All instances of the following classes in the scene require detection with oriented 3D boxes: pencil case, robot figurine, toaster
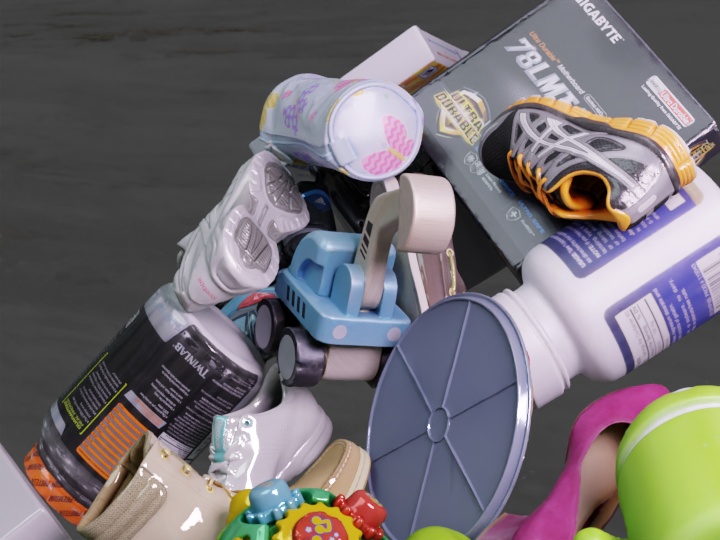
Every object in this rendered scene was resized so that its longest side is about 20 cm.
[{"bbox_3d":[-0.020,-0.123,1.440,0.090,0.084,0.200,-16,13,-19],"label":"pencil case"},{"bbox_3d":[0.223,0.153,1.056,0.175,0.116,0.200,-35,27,17],"label":"robot figurine"},{"bbox_3d":[0.072,-0.073,1.534,0.180,0.119,0.200,-32,29,-3],"label":"toaster"}]

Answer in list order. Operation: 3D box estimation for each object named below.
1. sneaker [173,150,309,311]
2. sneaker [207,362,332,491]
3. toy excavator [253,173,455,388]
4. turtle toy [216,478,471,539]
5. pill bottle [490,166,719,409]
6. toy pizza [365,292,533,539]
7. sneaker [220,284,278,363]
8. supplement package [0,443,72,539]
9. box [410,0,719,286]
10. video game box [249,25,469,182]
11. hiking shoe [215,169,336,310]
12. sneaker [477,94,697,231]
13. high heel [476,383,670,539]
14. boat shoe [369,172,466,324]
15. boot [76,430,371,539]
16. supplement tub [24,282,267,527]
[{"bbox_3d":[-0.110,-0.032,1.422,0.099,0.078,0.200,-28,15,26],"label":"sneaker"},{"bbox_3d":[-0.101,0.160,1.361,0.075,0.089,0.200,-3,39,37],"label":"sneaker"},{"bbox_3d":[0.000,0.000,1.339,0.099,0.201,0.194,3,19,-24],"label":"toy excavator"},{"bbox_3d":[-0.013,0.208,1.163,0.199,0.101,0.146,8,50,-9],"label":"turtle toy"},{"bbox_3d":[0.192,0.015,1.293,0.199,0.120,0.120,-32,29,-5],"label":"pill bottle"},{"bbox_3d":[0.069,0.116,1.250,0.200,0.032,0.201,-31,52,50],"label":"toy pizza"},{"bbox_3d":[-0.114,0.086,1.525,0.199,0.079,0.096,-23,47,20],"label":"sneaker"},{"bbox_3d":[-0.308,0.232,1.400,0.121,0.120,0.200,-37,30,-12],"label":"supplement package"},{"bbox_3d":[0.161,-0.117,1.394,0.198,0.050,0.200,-35,58,3],"label":"box"},{"bbox_3d":[0.010,-0.154,1.655,0.199,0.047,0.182,-34,-9,16],"label":"video game box"},{"bbox_3d":[-0.079,-0.008,1.559,0.200,0.074,0.087,-36,41,44],"label":"hiking shoe"},{"bbox_3d":[0.154,-0.077,1.273,0.077,0.078,0.199,-48,33,-22],"label":"sneaker"},{"bbox_3d":[0.170,0.147,1.146,0.200,0.068,0.096,-44,22,-25],"label":"high heel"},{"bbox_3d":[0.058,0.015,1.390,0.059,0.201,0.072,-7,-18,-19],"label":"boat shoe"},{"bbox_3d":[-0.099,0.167,1.265,0.200,0.155,0.073,-48,12,-19],"label":"boot"},{"bbox_3d":[-0.184,0.119,1.432,0.200,0.122,0.123,-46,28,8],"label":"supplement tub"}]
